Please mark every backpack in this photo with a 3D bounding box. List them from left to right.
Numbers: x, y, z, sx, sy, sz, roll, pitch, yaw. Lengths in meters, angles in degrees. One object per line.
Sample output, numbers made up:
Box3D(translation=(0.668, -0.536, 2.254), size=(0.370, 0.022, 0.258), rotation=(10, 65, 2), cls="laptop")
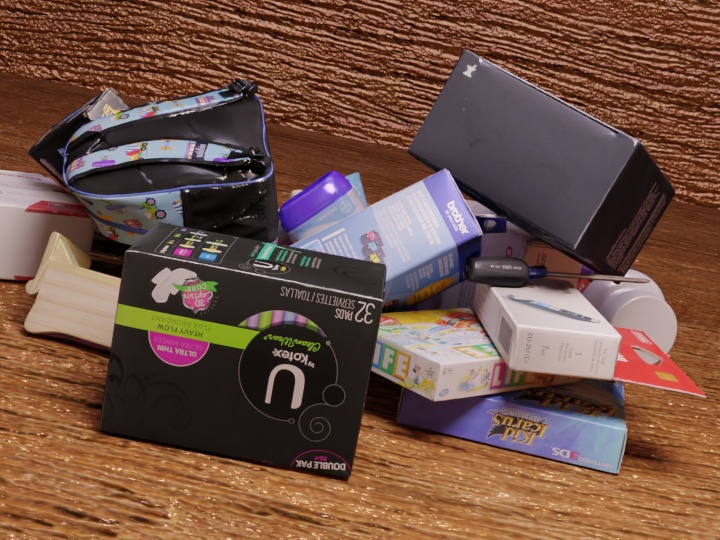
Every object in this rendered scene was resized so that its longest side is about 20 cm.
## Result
Box3D(translation=(-0.184, -0.085, 1.287), size=(0.198, 0.135, 0.183), rotation=(-8, 37, -5), cls="backpack")

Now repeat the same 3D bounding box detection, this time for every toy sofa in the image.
Box3D(translation=(-0.208, 0.041, 1.232), size=(0.199, 0.098, 0.083), rotation=(14, -12, 16), cls="toy sofa")

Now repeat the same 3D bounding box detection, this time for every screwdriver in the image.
Box3D(translation=(0.187, 0.001, 1.236), size=(0.199, 0.028, 0.029), rotation=(0, 43, -26), cls="screwdriver")

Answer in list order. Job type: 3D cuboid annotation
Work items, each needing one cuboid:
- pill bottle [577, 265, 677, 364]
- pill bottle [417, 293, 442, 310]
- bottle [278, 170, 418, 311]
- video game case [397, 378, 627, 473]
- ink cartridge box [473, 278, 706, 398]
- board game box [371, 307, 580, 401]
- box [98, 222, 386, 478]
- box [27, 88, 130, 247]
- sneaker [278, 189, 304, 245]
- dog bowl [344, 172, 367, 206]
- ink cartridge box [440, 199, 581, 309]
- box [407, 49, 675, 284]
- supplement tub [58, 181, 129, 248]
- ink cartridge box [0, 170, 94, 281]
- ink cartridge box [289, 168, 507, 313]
Box3D(translation=(0.288, 0.044, 1.533), size=(0.111, 0.112, 0.200), rotation=(7, 12, -15), cls="pill bottle")
Box3D(translation=(0.019, 0.005, 1.490), size=(0.108, 0.110, 0.200), rotation=(8, 12, -12), cls="pill bottle")
Box3D(translation=(0.000, 0.000, 1.335), size=(0.083, 0.201, 0.065), rotation=(-33, 8, 5), cls="bottle")
Box3D(translation=(0.145, 0.118, 1.224), size=(0.198, 0.046, 0.181), rotation=(12, 13, 8), cls="video game case")
Box3D(translation=(0.203, 0.053, 1.190), size=(0.175, 0.045, 0.200), rotation=(8, 13, -6), cls="ink cartridge box")
Box3D(translation=(0.092, 0.072, 1.197), size=(0.199, 0.034, 0.134), rotation=(-2, 18, -44), cls="board game box")
Box3D(translation=(-0.089, 0.058, 1.043), size=(0.198, 0.150, 0.124), rotation=(10, 13, 0), cls="box")
Box3D(translation=(-0.255, -0.095, 1.457), size=(0.200, 0.050, 0.198), rotation=(46, -28, -19), cls="box")
Box3D(translation=(-0.112, -0.020, 1.389), size=(0.199, 0.089, 0.081), rotation=(-33, 26, -15), cls="sneaker")
Box3D(translation=(-0.079, -0.049, 1.560), size=(0.199, 0.050, 0.111), rotation=(-29, -1, -2), cls="dog bowl")
Box3D(translation=(0.152, 0.012, 1.478), size=(0.084, 0.147, 0.200), rotation=(6, 13, -26), cls="ink cartridge box")
Box3D(translation=(0.180, -0.096, 1.279), size=(0.196, 0.118, 0.200), rotation=(33, 3, 25), cls="box")
Box3D(translation=(-0.266, -0.085, 1.628), size=(0.198, 0.124, 0.123), rotation=(10, 12, 3), cls="supplement tub")
Box3D(translation=(-0.394, -0.053, 1.460), size=(0.146, 0.084, 0.200), rotation=(5, 13, -28), cls="ink cartridge box")
Box3D(translation=(0.039, -0.016, 1.228), size=(0.199, 0.077, 0.137), rotation=(-28, -15, -2), cls="ink cartridge box")
